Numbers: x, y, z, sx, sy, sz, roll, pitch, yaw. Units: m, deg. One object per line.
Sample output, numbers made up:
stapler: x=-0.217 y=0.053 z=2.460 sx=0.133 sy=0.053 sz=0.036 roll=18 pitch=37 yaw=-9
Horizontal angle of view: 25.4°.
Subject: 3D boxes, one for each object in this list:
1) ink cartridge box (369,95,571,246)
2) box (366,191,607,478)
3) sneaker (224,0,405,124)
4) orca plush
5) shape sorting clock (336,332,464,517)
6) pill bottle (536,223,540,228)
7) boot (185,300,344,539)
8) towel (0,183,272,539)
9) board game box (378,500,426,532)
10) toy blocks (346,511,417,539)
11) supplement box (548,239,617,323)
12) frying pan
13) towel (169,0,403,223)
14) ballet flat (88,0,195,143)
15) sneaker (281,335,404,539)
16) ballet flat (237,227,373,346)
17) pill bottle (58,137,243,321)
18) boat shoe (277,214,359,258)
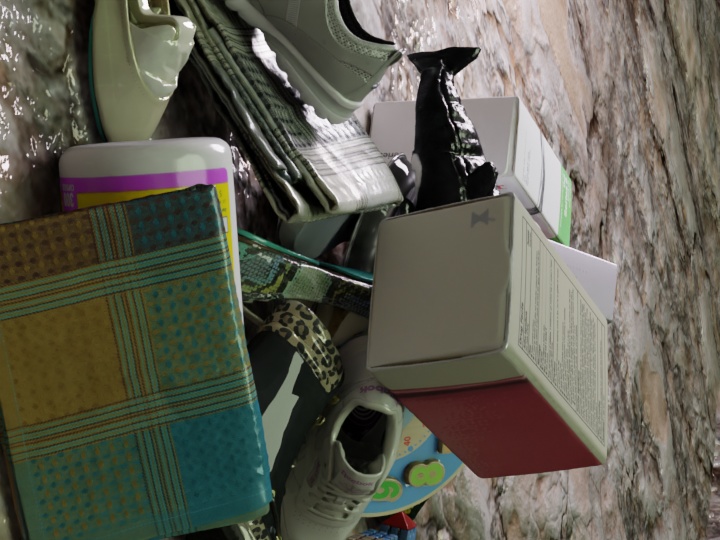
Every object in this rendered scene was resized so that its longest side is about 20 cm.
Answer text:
ink cartridge box: x=0.106 y=-0.085 z=1.509 sx=0.200 sy=0.146 sz=0.084 roll=45 pitch=48 yaw=-61
box: x=0.098 y=0.054 z=1.172 sx=0.200 sy=0.109 sz=0.128 roll=47 pitch=41 yaw=-48
sneaker: x=-0.048 y=-0.203 z=1.125 sx=0.200 sy=0.082 sz=0.075 roll=50 pitch=19 yaw=-11
orca plush: x=0.091 y=-0.080 z=1.252 sx=0.105 sy=0.071 sz=0.201 roll=11 pitch=77 yaw=-38
shape sorting clock: x=0.023 y=0.103 z=1.278 sx=0.039 sy=0.200 sz=0.200 roll=-146 pitch=-137 yaw=-63
pill bottle: x=0.060 y=0.025 z=1.358 sx=0.200 sy=0.111 sz=0.111 roll=-61 pitch=155 yaw=-1
boot: x=-0.058 y=0.137 z=1.113 sx=0.154 sy=0.073 sz=0.204 roll=-48 pitch=132 yaw=-35
towel: x=-0.134 y=0.060 z=0.900 sx=0.022 sy=0.146 sz=0.201 roll=-131 pitch=-149 yaw=-72
board game box: x=0.072 y=0.178 z=1.501 sx=0.105 sy=0.023 sz=0.200 roll=-62 pitch=173 yaw=29
toy blocks: x=0.012 y=0.270 z=1.269 sx=0.200 sy=0.100 sz=0.137 roll=-2 pitch=102 yaw=-69
supplement box: x=0.138 y=0.035 z=1.490 sx=0.109 sy=0.200 sz=0.061 roll=19 pitch=65 yaw=-20
frying pan: x=0.001 y=-0.009 z=1.272 sx=0.190 sy=0.031 sz=0.115 roll=-61 pitch=168 yaw=-24
towel: x=-0.050 y=-0.122 z=1.142 sx=0.193 sy=0.035 sz=0.200 roll=60 pitch=22 yaw=6
ballet flat: x=-0.135 y=-0.170 z=0.997 sx=0.069 sy=0.069 sz=0.201 roll=-24 pitch=111 yaw=-67
sneaker: x=-0.020 y=0.147 z=1.187 sx=0.100 sy=0.075 sz=0.200 roll=-91 pitch=-162 yaw=-60
ballet flat: x=-0.036 y=0.020 z=1.176 sx=0.200 sy=0.074 sz=0.074 roll=18 pitch=69 yaw=-36
pill bottle: x=-0.123 y=0.022 z=0.963 sx=0.104 sy=0.104 sz=0.201 roll=-18 pitch=105 yaw=-68
boat shoe: x=-0.034 y=-0.061 z=1.264 sx=0.071 sy=0.070 sz=0.200 roll=-53 pitch=171 yaw=19
